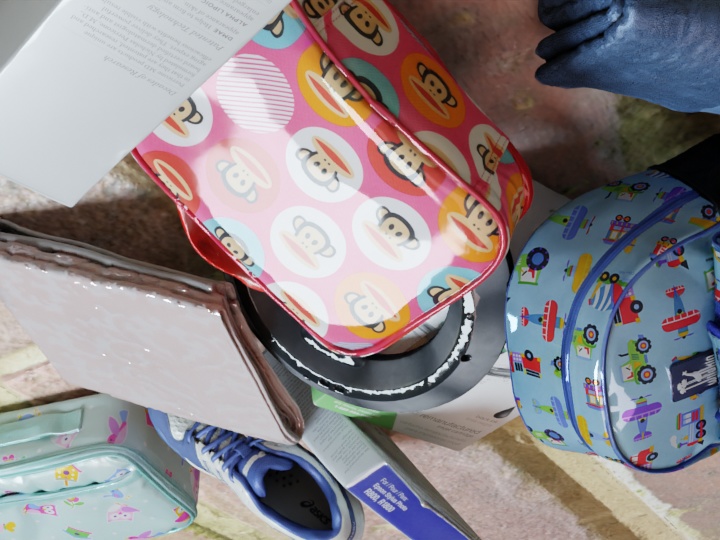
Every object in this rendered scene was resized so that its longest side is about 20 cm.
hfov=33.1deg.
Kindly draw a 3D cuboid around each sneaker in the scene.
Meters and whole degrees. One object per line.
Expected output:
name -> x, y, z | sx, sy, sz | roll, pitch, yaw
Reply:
sneaker -> -0.078, 0.135, 0.904 | 0.199, 0.076, 0.088 | 33, 171, 11

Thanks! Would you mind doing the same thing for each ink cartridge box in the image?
ink cartridge box -> 0.021, 0.161, 0.926 | 0.043, 0.200, 0.196 | -44, 137, -1
ink cartridge box -> 0.078, 0.033, 0.831 | 0.145, 0.085, 0.200 | 21, 139, -31

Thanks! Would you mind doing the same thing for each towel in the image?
towel -> 0.196, -0.107, 0.634 | 0.197, 0.049, 0.111 | 11, 176, -18
towel -> -0.147, 0.046, 0.819 | 0.197, 0.033, 0.192 | 14, 150, 21

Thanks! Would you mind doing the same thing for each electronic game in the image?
electronic game -> 0.000, 0.000, 0.742 | 0.197, 0.042, 0.202 | 13, 123, 20

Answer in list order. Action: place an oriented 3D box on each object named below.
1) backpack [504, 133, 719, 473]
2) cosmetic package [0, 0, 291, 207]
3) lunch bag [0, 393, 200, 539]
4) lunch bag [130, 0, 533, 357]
backpack -> 0.188, 0.031, 0.699 | 0.198, 0.134, 0.185 | -21, 118, -21
cosmetic package -> -0.111, -0.133, 0.557 | 0.081, 0.114, 0.199 | 24, 138, -33
lunch bag -> -0.245, 0.173, 1.009 | 0.197, 0.078, 0.161 | -14, 144, 15
lunch bag -> -0.026, -0.052, 0.641 | 0.200, 0.082, 0.176 | 46, 128, -10
